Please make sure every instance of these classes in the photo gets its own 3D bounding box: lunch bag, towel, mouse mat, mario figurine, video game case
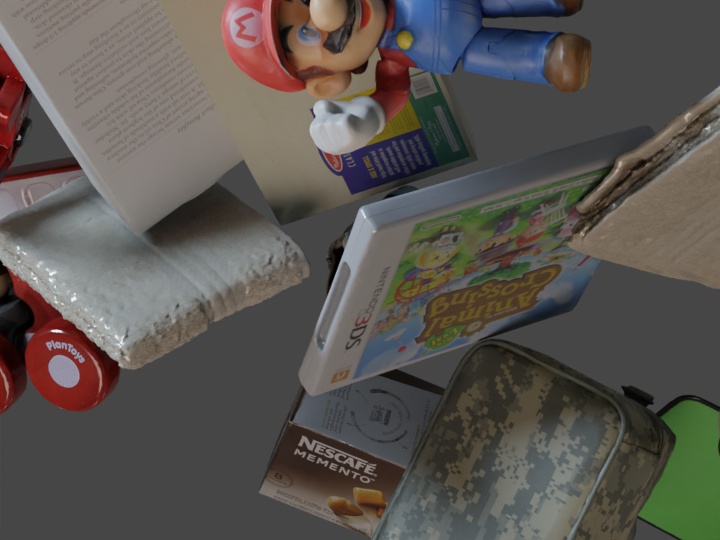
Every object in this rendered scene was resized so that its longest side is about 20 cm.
[{"bbox_3d":[0.117,0.159,1.461,0.139,0.200,0.168,27,-178,33],"label":"lunch bag"},{"bbox_3d":[-0.135,-0.010,1.389,0.200,0.132,0.034,36,150,50],"label":"towel"},{"bbox_3d":[0.273,0.164,1.582,0.200,0.008,0.161,29,143,-9],"label":"mouse mat"},{"bbox_3d":[0.221,-0.052,1.282,0.132,0.035,0.200,13,147,-30],"label":"towel"},{"bbox_3d":[0.025,-0.135,1.207,0.200,0.124,0.106,-3,136,-1],"label":"mario figurine"},{"bbox_3d":[0.070,-0.004,1.349,0.200,0.022,0.182,-17,152,-25],"label":"video game case"}]

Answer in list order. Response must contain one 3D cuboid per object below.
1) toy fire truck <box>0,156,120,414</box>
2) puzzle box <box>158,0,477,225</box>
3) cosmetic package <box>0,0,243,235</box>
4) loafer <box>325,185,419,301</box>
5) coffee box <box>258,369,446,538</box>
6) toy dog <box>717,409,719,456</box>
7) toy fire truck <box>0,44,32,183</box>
[{"bbox_3d":[-0.230,0.003,1.563,0.200,0.112,0.168,-6,112,31],"label":"toy fire truck"},{"bbox_3d":[-0.024,-0.120,1.315,0.133,0.025,0.200,-18,132,10],"label":"puzzle box"},{"bbox_3d":[-0.149,-0.130,1.328,0.071,0.101,0.200,43,166,48],"label":"cosmetic package"},{"bbox_3d":[0.000,0.000,1.421,0.072,0.063,0.200,60,162,11],"label":"loafer"},{"bbox_3d":[0.040,0.142,1.607,0.200,0.080,0.114,23,143,-2],"label":"coffee box"},{"bbox_3d":[0.312,0.134,1.390,0.200,0.194,0.140,46,166,23],"label":"toy dog"},{"bbox_3d":[-0.247,-0.088,1.400,0.049,0.141,0.200,23,148,-2],"label":"toy fire truck"}]
